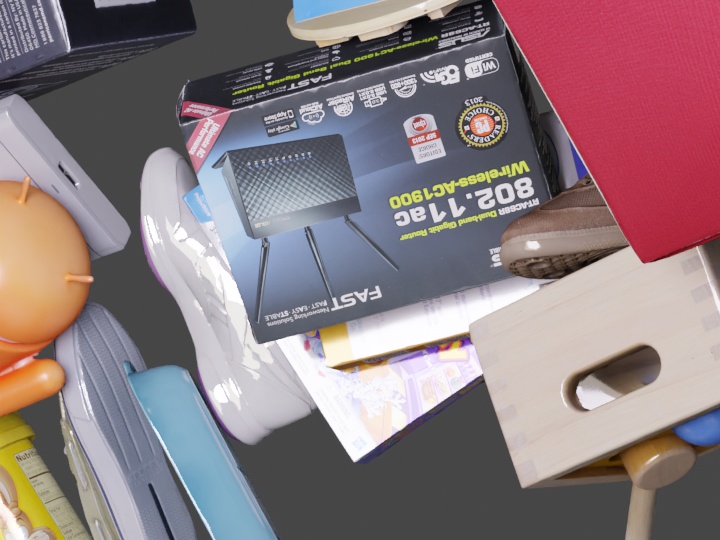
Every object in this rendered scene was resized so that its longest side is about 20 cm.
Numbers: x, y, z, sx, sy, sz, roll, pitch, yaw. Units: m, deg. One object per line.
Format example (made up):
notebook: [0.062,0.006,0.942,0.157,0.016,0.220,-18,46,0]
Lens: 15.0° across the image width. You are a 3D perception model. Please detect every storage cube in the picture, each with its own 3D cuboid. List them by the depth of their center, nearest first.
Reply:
storage cube: [0.202,-0.135,1.420,0.179,0.171,0.200,-23,104,29]

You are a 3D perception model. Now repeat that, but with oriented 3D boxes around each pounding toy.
pounding toy: [0.173,0.076,1.578,0.200,0.184,0.143,-27,74,30]

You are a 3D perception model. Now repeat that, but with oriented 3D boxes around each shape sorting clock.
shape sorting clock: [0.051,-0.178,1.583,0.199,0.200,0.039,-13,106,32]

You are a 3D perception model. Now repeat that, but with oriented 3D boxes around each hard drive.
hard drive: [-0.272,-0.038,1.856,0.199,0.027,0.132,-18,126,32]

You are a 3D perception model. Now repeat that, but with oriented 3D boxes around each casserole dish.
casserole dish: [-0.093,0.139,1.779,0.039,0.121,0.200,-29,83,-3]

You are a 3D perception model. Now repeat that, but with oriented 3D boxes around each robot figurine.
robot figurine: [-0.255,0.016,1.802,0.200,0.116,0.144,-33,45,39]

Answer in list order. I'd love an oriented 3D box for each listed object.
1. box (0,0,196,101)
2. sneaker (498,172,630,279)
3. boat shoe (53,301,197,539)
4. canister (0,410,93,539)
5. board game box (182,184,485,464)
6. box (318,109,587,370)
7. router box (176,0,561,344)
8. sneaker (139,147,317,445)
box: [-0.234,-0.167,1.778,0.199,0.148,0.105,-17,90,31]
sneaker: [0.156,-0.045,1.555,0.070,0.199,0.076,-31,72,56]
boat shoe: [-0.172,0.122,1.841,0.062,0.072,0.201,-17,91,37]
canister: [-0.244,0.216,1.892,0.148,0.086,0.200,-39,81,30]
board game box: [0.000,0.000,1.702,0.134,0.045,0.200,-35,80,5]
box: [0.064,-0.020,1.650,0.199,0.041,0.120,-13,83,6]
router box: [0.009,-0.056,1.577,0.199,0.062,0.150,-15,117,9]
sneaker: [-0.076,0.007,1.774,0.099,0.075,0.201,-24,88,15]
